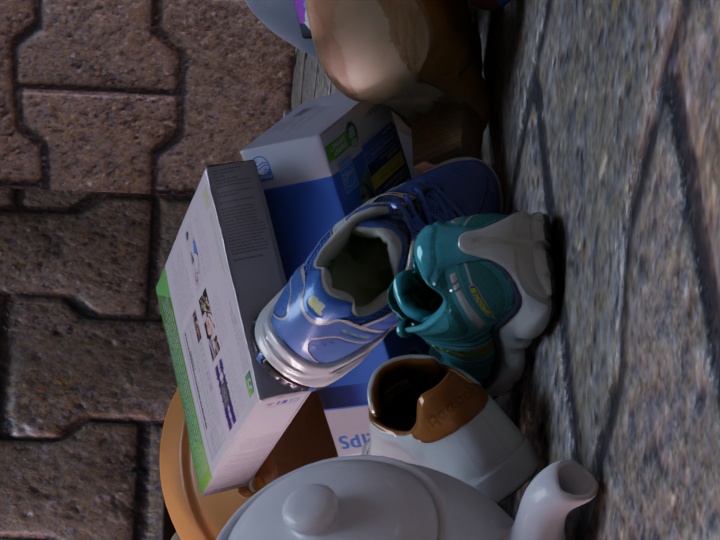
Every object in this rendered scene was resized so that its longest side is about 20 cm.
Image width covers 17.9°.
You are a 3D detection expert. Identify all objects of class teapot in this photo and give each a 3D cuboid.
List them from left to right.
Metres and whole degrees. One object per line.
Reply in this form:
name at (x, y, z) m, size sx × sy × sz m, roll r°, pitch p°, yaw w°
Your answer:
teapot at (-0.008, 0.158, 1.066) m, size 0.197 × 0.200 × 0.147 m, roll 25°, pitch 149°, yaw 44°

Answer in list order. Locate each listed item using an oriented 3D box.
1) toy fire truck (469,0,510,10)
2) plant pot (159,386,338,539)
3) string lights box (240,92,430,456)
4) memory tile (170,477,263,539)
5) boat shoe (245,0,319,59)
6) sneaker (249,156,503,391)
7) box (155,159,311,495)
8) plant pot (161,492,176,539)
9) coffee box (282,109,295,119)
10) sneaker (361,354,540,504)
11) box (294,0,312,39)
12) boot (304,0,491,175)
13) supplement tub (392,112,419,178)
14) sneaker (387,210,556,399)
toy fire truck at (0.050, -0.241, 1.304) m, size 0.200 × 0.111 × 0.169 m, roll 100°, pitch 153°, yaw -65°
plant pot at (-0.019, 0.122, 1.520) m, size 0.140 × 0.198 × 0.202 m, roll 157°, pitch 116°, yaw -65°
string lights box at (0.000, 0.000, 1.389) m, size 0.103 × 0.059 × 0.202 m, roll -44°, pitch -60°, yaw -58°
memory tile at (-0.043, 0.155, 1.644) m, size 0.017 × 0.198 × 0.155 m, roll 58°, pitch -148°, yaw -66°
boat shoe at (0.001, -0.174, 1.516) m, size 0.070 × 0.199 × 0.067 m, roll -4°, pitch 66°, yaw 46°
sneaker at (0.024, -0.007, 1.284) m, size 0.200 × 0.076 × 0.077 m, roll -43°, pitch -7°, yaw -39°
box at (-0.080, 0.039, 1.377) m, size 0.200 × 0.036 × 0.146 m, roll 125°, pitch 133°, yaw -64°
plant pot at (-0.058, 0.254, 1.753) m, size 0.200 × 0.196 × 0.202 m, roll -178°, pitch 90°, yaw -84°
coffee box at (-0.008, -0.024, 1.788) m, size 0.080 × 0.112 × 0.201 m, roll 98°, pitch 172°, yaw -53°
sneaker at (0.035, 0.080, 1.244) m, size 0.085 × 0.073 × 0.200 m, roll 54°, pitch 164°, yaw -7°
box at (-0.004, -0.263, 1.430) m, size 0.143 × 0.036 × 0.202 m, roll -32°, pitch -62°, yaw -42°
boot at (0.023, -0.155, 1.369) m, size 0.145 × 0.070 × 0.202 m, roll -89°, pitch -25°, yaw -46°
supplement tub at (-0.004, -0.043, 1.548) m, size 0.200 × 0.144 × 0.147 m, roll -124°, pitch 36°, yaw -83°
sneaker at (0.053, 0.014, 1.217) m, size 0.200 × 0.079 × 0.078 m, roll 102°, pitch 169°, yaw -68°
